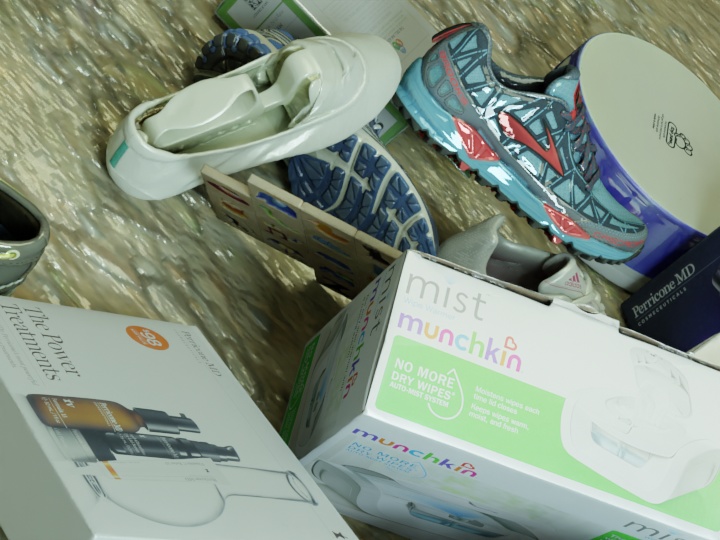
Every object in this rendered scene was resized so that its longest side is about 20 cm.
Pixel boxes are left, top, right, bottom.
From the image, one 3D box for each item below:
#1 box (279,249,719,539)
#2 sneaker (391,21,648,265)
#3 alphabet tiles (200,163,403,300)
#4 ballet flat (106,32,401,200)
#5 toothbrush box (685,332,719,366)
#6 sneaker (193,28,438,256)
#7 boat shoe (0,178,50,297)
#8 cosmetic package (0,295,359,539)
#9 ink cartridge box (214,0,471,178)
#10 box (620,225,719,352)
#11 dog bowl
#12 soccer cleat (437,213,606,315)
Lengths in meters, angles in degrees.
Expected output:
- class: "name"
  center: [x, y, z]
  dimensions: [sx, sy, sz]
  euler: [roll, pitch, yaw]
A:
- class: "box"
  center: [0.075, 0.086, 0.941]
  dimensions: [0.200, 0.176, 0.097]
  euler: [22, 67, -12]
- class: "sneaker"
  center: [0.120, -0.082, 1.138]
  dimensions: [0.200, 0.096, 0.079]
  euler: [36, 14, -17]
- class: "alphabet tiles"
  center: [0.000, 0.000, 1.021]
  dimensions: [0.200, 0.167, 0.008]
  euler: [28, 79, 8]
- class: "ballet flat"
  center: [-0.056, -0.100, 1.049]
  dimensions: [0.200, 0.069, 0.070]
  euler: [-24, 73, -20]
- class: "toothbrush box"
  center: [0.221, 0.156, 1.076]
  dimensions: [0.085, 0.146, 0.200]
  euler: [-31, 81, -23]
- class: "sneaker"
  center: [-0.012, -0.084, 1.142]
  dimensions: [0.200, 0.077, 0.085]
  euler: [50, 33, 2]
- class: "boat shoe"
  center: [-0.250, -0.052, 0.890]
  dimensions: [0.202, 0.060, 0.072]
  euler: [32, 40, -19]
- class: "cosmetic package"
  center: [-0.108, 0.088, 0.849]
  dimensions: [0.151, 0.052, 0.200]
  euler: [13, 23, -40]
- class: "ink cartridge box"
  center: [0.006, -0.141, 1.220]
  dimensions: [0.200, 0.059, 0.104]
  euler: [45, 38, -4]
- class: "box"
  center: [0.293, 0.072, 1.239]
  dimensions: [0.104, 0.148, 0.200]
  euler: [8, 51, -39]
- class: "dog bowl"
  center: [0.215, -0.081, 1.354]
  dimensions: [0.200, 0.079, 0.200]
  euler: [25, 43, -26]
- class: "soccer cleat"
  center: [0.134, 0.038, 1.163]
  dimensions: [0.200, 0.086, 0.070]
  euler: [34, 39, -18]
